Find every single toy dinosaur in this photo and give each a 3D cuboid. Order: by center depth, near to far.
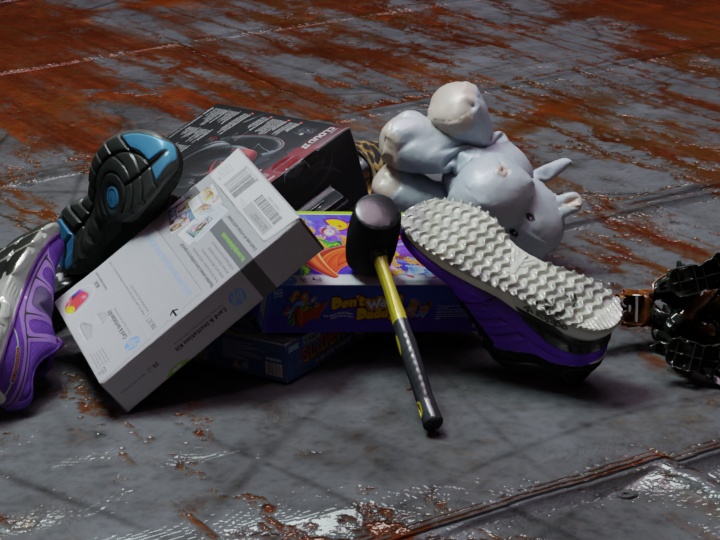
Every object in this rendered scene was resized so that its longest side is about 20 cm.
[{"bbox_3d":[0.264,0.038,1.575,0.200,0.102,0.136,-21,4,1],"label":"toy dinosaur"}]

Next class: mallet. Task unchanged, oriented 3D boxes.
[{"bbox_3d":[0.027,0.040,1.512,0.041,0.066,0.200,-8,62,-14],"label":"mallet"}]

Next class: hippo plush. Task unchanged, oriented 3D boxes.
[{"bbox_3d":[0.109,-0.054,1.806,0.200,0.159,0.161,35,16,-37],"label":"hippo plush"}]

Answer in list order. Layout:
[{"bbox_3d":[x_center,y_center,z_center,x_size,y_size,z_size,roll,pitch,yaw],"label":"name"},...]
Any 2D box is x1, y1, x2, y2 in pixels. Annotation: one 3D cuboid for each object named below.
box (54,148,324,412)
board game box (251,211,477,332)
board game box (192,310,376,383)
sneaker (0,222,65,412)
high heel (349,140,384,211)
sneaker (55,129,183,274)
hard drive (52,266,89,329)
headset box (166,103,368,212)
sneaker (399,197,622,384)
[{"bbox_3d":[-0.140,0.004,1.567,0.200,0.041,0.156,-39,32,-3],"label":"box"},{"bbox_3d":[0.000,0.000,1.627,0.200,0.045,0.134,0,28,-20],"label":"board game box"},{"bbox_3d":[-0.103,0.039,1.653,0.200,0.035,0.135,10,23,32],"label":"board game box"},{"bbox_3d":[-0.274,0.040,1.577,0.081,0.083,0.200,-27,30,27],"label":"sneaker"},{"bbox_3d":[0.004,-0.098,1.896,0.143,0.071,0.200,-35,5,44],"label":"high heel"},{"bbox_3d":[-0.190,-0.061,1.671,0.082,0.073,0.200,-3,-21,-33],"label":"sneaker"},{"bbox_3d":[-0.336,0.040,1.675,0.139,0.038,0.200,5,19,21],"label":"hard drive"},{"bbox_3d":[-0.103,-0.073,1.755,0.200,0.075,0.149,13,41,43],"label":"headset box"},{"bbox_3d":[0.106,0.026,1.546,0.200,0.100,0.070,34,49,24],"label":"sneaker"}]
